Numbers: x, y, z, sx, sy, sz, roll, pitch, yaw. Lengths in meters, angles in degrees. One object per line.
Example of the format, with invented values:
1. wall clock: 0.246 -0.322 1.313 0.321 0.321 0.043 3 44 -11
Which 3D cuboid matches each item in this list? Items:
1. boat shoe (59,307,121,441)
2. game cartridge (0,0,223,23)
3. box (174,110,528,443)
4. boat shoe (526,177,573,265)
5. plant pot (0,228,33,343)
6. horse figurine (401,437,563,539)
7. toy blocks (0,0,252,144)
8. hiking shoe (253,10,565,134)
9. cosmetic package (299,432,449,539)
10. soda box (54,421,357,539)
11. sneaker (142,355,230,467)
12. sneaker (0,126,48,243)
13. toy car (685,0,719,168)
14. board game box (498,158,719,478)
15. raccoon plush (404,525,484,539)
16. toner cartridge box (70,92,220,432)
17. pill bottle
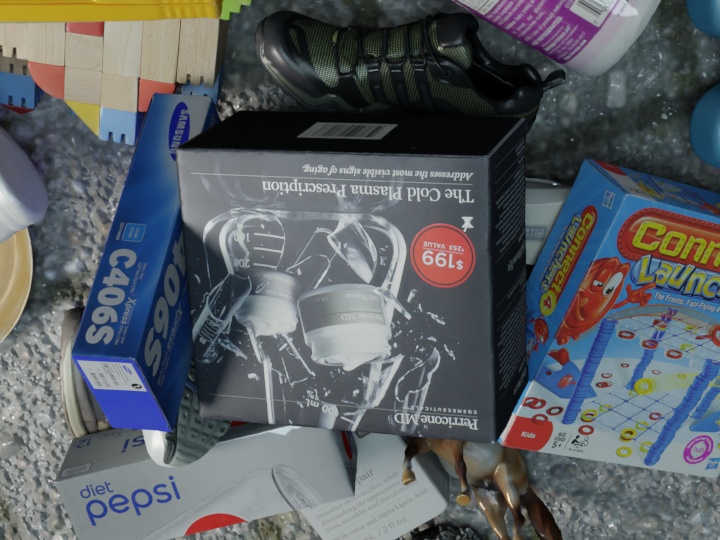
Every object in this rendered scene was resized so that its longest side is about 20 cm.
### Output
1. boat shoe: -0.178 0.112 1.097 0.073 0.075 0.200 -10 120 -5
2. game cartridge: -0.173 -0.233 0.913 0.200 0.176 0.032 -2 153 3
3. box: 0.000 0.000 0.926 0.200 0.104 0.182 3 110 18
4. boat shoe: 0.119 -0.035 1.020 0.200 0.069 0.072 -1 122 -15
5. plant pot: -0.335 -0.018 1.068 0.200 0.027 0.200 1 112 2
6. horse figurine: 0.086 0.146 1.079 0.050 0.133 0.200 -36 118 22
7. toy blocks: -0.168 -0.151 0.985 0.200 0.100 0.137 9 123 -1
8. hiking shoe: 0.032 -0.142 0.969 0.200 0.076 0.101 18 135 -15
9. cosmetic package: -0.027 0.108 1.083 0.102 0.074 0.200 -33 108 14
10. soda box: -0.105 0.138 1.026 0.200 0.063 0.068 -14 112 7
11. sneaker: -0.137 0.051 1.019 0.087 0.200 0.075 -28 139 26
12. sneaker: -0.298 -0.103 0.991 0.088 0.075 0.200 -28 90 16
13. toy car: 0.347 -0.137 0.949 0.200 0.184 0.177 -16 113 -23
14. board game box: 0.205 0.040 1.018 0.200 0.056 0.196 11 114 -28
15. raccoon plush: 0.096 0.266 1.106 0.200 0.134 0.097 4 110 0
16. toner cartridge box: -0.127 -0.007 0.939 0.043 0.200 0.095 5 148 11
17. pill bottle: 0.092 -0.216 0.931 0.200 0.112 0.112 29 110 -9
